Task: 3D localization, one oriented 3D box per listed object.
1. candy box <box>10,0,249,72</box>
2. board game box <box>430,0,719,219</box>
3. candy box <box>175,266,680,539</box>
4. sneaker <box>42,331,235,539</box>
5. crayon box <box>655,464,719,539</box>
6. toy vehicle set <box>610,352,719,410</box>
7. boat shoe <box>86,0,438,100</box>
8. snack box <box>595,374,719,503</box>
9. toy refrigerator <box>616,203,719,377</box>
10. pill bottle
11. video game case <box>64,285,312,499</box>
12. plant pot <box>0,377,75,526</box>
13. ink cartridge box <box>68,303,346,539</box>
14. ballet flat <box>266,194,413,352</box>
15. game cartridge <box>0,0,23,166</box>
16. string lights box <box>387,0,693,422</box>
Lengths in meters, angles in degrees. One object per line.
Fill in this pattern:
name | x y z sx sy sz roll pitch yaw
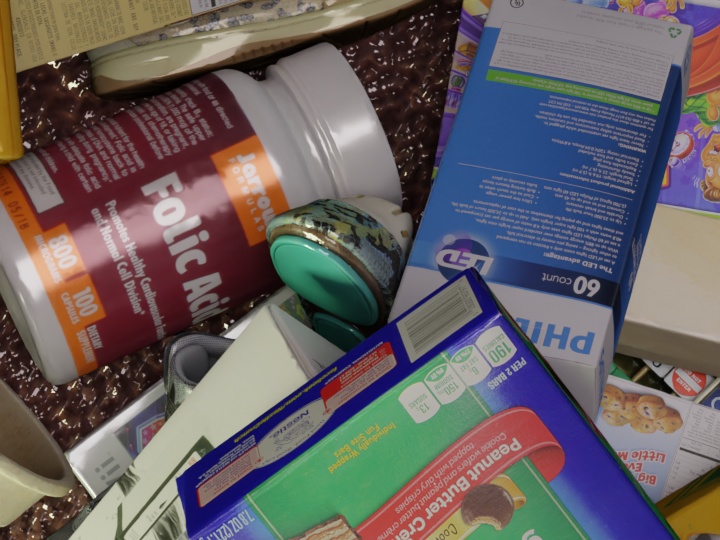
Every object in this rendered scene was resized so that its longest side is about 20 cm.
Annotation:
candy box | -0.100 -0.175 1.414 0.200 0.115 0.055 -19 129 -10
board game box | 0.145 -0.088 1.459 0.200 0.045 0.135 9 76 3
candy box | 0.045 0.129 1.238 0.169 0.077 0.200 -36 110 6
sneaker | -0.096 0.098 1.383 0.200 0.075 0.114 -26 132 -15
crayon box | 0.196 0.156 1.349 0.200 0.051 0.127 -28 92 -31
toy vehicle set | 0.176 0.026 1.467 0.124 0.027 0.200 -44 79 -9
boat shoe | -0.046 -0.141 1.446 0.200 0.073 0.063 -15 87 -8
snack box | 0.124 0.090 1.426 0.200 0.024 0.072 18 77 5
toy refrigerator | 0.229 0.023 1.414 0.200 0.076 0.070 14 77 5
pill bottle | -0.088 -0.032 1.411 0.200 0.114 0.114 -25 92 -10
video game case | -0.033 0.092 1.464 0.200 0.018 0.143 -37 94 -9
plant pot | -0.272 0.102 1.349 0.200 0.200 0.184 43 93 -6
ink cartridge box | -0.043 0.138 1.328 0.146 0.084 0.200 35 101 -30
ballet flat | 0.000 0.000 1.377 0.074 0.200 0.074 -2 67 5
game cartridge | -0.205 -0.144 1.365 0.032 0.176 0.200 -2 88 -22
string lights box | 0.089 -0.034 1.362 0.103 0.059 0.200 13 61 11
